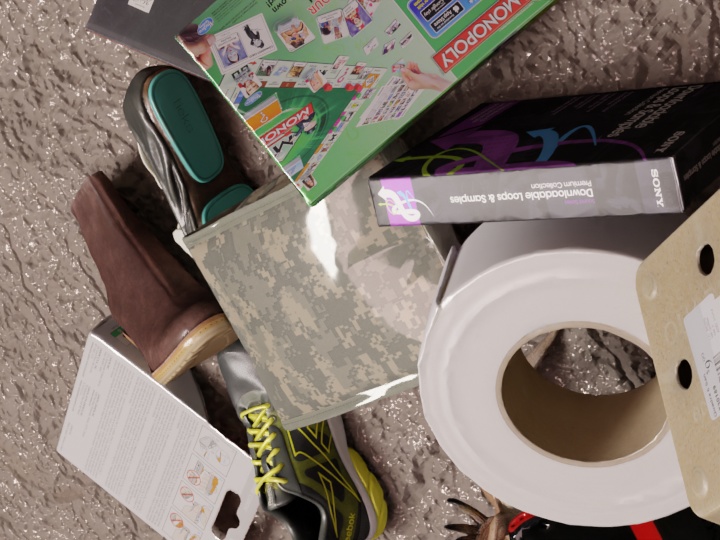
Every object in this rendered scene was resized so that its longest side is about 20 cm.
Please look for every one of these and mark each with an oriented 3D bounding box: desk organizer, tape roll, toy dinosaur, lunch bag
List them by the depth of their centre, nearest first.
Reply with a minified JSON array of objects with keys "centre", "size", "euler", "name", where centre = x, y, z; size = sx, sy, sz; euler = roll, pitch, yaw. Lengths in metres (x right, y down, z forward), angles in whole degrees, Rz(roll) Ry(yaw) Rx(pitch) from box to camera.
[{"centre":[0.135,0.054,0.887],"size":[0.200,0.071,0.204],"euler":[7,125,11],"name":"tape roll"},{"centre":[0.000,0.000,1.021],"size":[0.199,0.117,0.165],"euler":[-21,100,47],"name":"lunch bag"},{"centre":[-0.094,-0.164,1.024],"size":[0.199,0.077,0.072],"euler":[27,95,42],"name":"desk organizer"},{"centre":[0.105,0.139,1.052],"size":[0.085,0.136,0.202],"euler":[-3,94,-7],"name":"toy dinosaur"}]

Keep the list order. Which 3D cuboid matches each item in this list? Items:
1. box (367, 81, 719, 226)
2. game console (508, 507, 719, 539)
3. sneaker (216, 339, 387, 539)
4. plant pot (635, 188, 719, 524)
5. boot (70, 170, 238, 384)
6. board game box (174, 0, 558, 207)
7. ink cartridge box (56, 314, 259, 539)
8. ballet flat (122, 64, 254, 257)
[{"centre":[0.123,-0.069,0.870],"size":[0.199,0.143,0.036],"euler":[0,113,36],"name":"box"},{"centre":[0.216,0.212,0.978],"size":[0.176,0.031,0.201],"euler":[-28,97,12],"name":"game console"},{"centre":[-0.054,0.139,1.162],"size":[0.074,0.085,0.201],"euler":[-32,93,42],"name":"sneaker"},{"centre":[0.251,0.032,0.722],"size":[0.200,0.175,0.201],"euler":[127,138,-58],"name":"plant pot"},{"centre":[-0.169,0.001,1.143],"size":[0.167,0.072,0.200],"euler":[60,161,-1],"name":"boot"},{"centre":[0.005,-0.154,0.910],"size":[0.200,0.029,0.135],"euler":[-39,89,5],"name":"board game box"},{"centre":[-0.163,0.153,1.283],"size":[0.199,0.050,0.162],"euler":[34,130,12],"name":"ink cartridge box"},{"centre":[-0.118,-0.058,1.115],"size":[0.068,0.068,0.201],"euler":[-11,106,52],"name":"ballet flat"}]
